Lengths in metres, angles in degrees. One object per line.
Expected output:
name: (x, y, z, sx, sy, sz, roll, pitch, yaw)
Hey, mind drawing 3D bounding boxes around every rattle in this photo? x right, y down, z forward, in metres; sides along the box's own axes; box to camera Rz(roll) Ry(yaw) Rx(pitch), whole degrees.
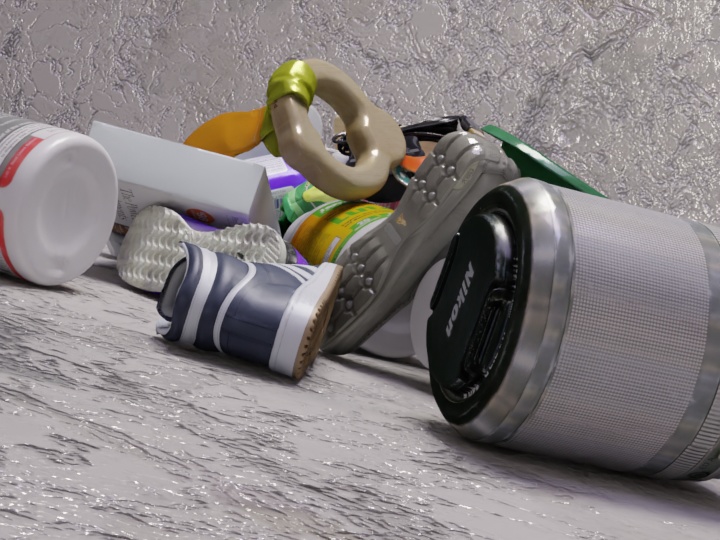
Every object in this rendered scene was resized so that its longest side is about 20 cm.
rattle: (-0.028, -0.087, 1.482, 0.200, 0.143, 0.130, 16, 37, -49)

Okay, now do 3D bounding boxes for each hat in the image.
hat: (0.123, 0.005, 1.345, 0.165, 0.176, 0.200, 36, 7, 23)

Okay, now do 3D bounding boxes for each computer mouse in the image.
computer mouse: (0.052, -0.101, 1.614, 0.140, 0.046, 0.200, -10, 16, -3)

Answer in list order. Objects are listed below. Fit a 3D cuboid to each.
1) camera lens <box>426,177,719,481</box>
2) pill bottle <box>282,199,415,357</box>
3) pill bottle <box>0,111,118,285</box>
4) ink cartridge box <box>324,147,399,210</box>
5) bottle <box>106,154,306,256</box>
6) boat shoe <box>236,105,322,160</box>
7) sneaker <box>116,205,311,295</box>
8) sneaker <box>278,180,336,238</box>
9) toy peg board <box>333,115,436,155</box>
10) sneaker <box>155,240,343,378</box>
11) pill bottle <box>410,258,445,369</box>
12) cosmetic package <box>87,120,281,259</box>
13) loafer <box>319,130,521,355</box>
camera lens: (0.150, 0.039, 1.058, 0.199, 0.161, 0.160, 13, 4, -17)
pill bottle: (0.000, 0.000, 1.437, 0.111, 0.112, 0.200, 13, 4, -21)
pill bottle: (-0.290, -0.066, 1.299, 0.199, 0.114, 0.114, 17, 5, 30)
ink cartridge box: (-0.014, -0.043, 1.750, 0.083, 0.147, 0.200, 12, 4, -43)
bottle: (-0.143, -0.057, 1.648, 0.199, 0.084, 0.065, -14, 52, -20)
boat shoe: (-0.114, -0.085, 1.737, 0.072, 0.200, 0.066, 36, -10, -20)
sneaker: (-0.108, 0.004, 1.385, 0.200, 0.070, 0.099, 12, -14, 44)
sneaker: (-0.051, -0.033, 1.619, 0.083, 0.074, 0.200, -15, -25, -12)
toy peg board: (0.080, -0.063, 1.829, 0.199, 0.200, 0.098, 17, 30, 38)
sneaker: (-0.075, 0.020, 1.184, 0.108, 0.070, 0.200, 16, 7, 2)
pill bottle: (0.139, 0.047, 1.266, 0.199, 0.112, 0.111, 12, 4, -33)
cosmetic package: (-0.148, -0.046, 1.484, 0.150, 0.052, 0.200, 13, -20, 8)
loafer: (0.041, -0.011, 1.271, 0.070, 0.200, 0.070, 25, 26, -38)
